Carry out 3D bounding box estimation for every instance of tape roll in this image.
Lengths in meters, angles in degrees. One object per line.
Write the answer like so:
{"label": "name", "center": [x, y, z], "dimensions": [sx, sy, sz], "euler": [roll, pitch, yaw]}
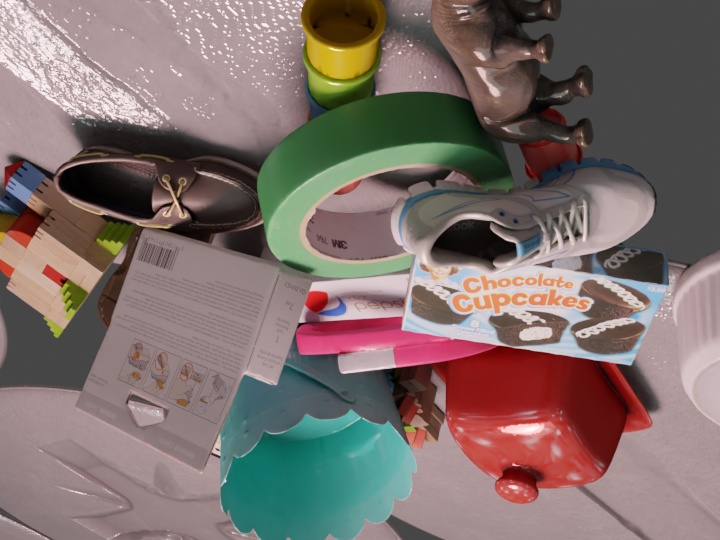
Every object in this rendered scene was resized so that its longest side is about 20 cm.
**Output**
{"label": "tape roll", "center": [0.019, -0.062, 0.939], "dimensions": [0.198, 0.049, 0.201], "euler": [-12, 155, -6]}

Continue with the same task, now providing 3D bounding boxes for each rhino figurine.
{"label": "rhino figurine", "center": [0.094, -0.162, 0.821], "dimensions": [0.087, 0.060, 0.201], "euler": [0, 142, 33]}

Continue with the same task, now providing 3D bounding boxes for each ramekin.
{"label": "ramekin", "center": [0.364, 0.070, 1.013], "dimensions": [0.200, 0.095, 0.203], "euler": [12, 148, 7]}

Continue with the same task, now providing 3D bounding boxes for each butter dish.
{"label": "butter dish", "center": [0.168, 0.161, 1.194], "dimensions": [0.198, 0.149, 0.200], "euler": [-7, 140, 32]}

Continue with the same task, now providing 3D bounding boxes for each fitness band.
{"label": "fitness band", "center": [0.038, 0.056, 1.108], "dimensions": [0.197, 0.038, 0.144], "euler": [-7, -172, 8]}

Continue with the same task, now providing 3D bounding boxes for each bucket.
{"label": "bucket", "center": [-0.051, 0.166, 1.202], "dimensions": [0.205, 0.136, 0.209], "euler": [-7, 133, -7]}

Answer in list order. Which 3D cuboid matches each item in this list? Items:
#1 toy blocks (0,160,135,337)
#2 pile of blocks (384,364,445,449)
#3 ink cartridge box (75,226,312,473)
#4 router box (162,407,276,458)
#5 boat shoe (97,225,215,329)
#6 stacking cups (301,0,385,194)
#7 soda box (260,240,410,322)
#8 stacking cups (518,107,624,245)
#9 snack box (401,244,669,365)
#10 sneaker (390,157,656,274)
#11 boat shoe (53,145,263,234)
{"label": "toy blocks", "center": [-0.325, -0.025, 1.212], "dimensions": [0.136, 0.100, 0.200], "euler": [37, 144, -9]}
{"label": "pile of blocks", "center": [0.043, 0.142, 1.305], "dimensions": [0.081, 0.063, 0.201], "euler": [8, 146, 13]}
{"label": "ink cartridge box", "center": [-0.147, 0.065, 1.024], "dimensions": [0.199, 0.178, 0.045], "euler": [15, 173, 45]}
{"label": "router box", "center": [-0.149, 0.131, 1.327], "dimensions": [0.148, 0.051, 0.201], "euler": [20, 135, 14]}
{"label": "boat shoe", "center": [-0.188, -0.015, 1.175], "dimensions": [0.072, 0.076, 0.200], "euler": [52, 126, 8]}
{"label": "stacking cups", "center": [-0.013, -0.133, 0.920], "dimensions": [0.060, 0.061, 0.201], "euler": [13, 153, 6]}
{"label": "soda box", "center": [0.000, 0.000, 1.103], "dimensions": [0.198, 0.069, 0.064], "euler": [-4, 142, 31]}
{"label": "stacking cups", "center": [0.171, -0.044, 0.961], "dimensions": [0.060, 0.061, 0.200], "euler": [-3, 143, 28]}
{"label": "snack box", "center": [0.138, 0.018, 0.971], "dimensions": [0.197, 0.037, 0.117], "euler": [8, 143, 1]}
{"label": "sneaker", "center": [0.125, -0.029, 0.870], "dimensions": [0.197, 0.087, 0.076], "euler": [-10, 113, -4]}
{"label": "boat shoe", "center": [-0.177, -0.070, 1.067], "dimensions": [0.198, 0.060, 0.073], "euler": [12, 107, 12]}
